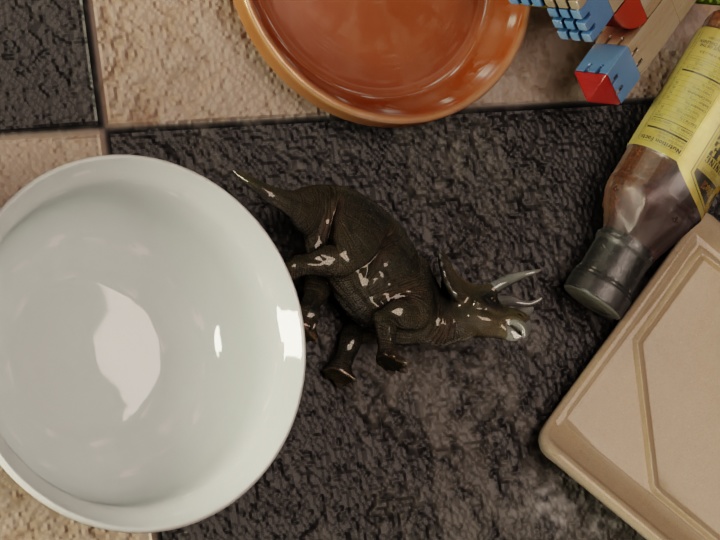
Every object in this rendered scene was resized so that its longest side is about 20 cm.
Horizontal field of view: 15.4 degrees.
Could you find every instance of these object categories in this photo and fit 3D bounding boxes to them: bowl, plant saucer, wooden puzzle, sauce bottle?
[{"bbox_3d":[-0.138,0.044,1.442,0.201,0.090,0.201,5,79,-27],"label":"bowl"},{"bbox_3d":[0.010,-0.182,1.589,0.200,0.032,0.200,5,78,-26],"label":"plant saucer"},{"bbox_3d":[0.225,0.092,1.636,0.185,0.037,0.200,40,67,-6],"label":"wooden puzzle"},{"bbox_3d":[0.192,-0.063,1.633,0.066,0.066,0.200,34,82,-18],"label":"sauce bottle"}]

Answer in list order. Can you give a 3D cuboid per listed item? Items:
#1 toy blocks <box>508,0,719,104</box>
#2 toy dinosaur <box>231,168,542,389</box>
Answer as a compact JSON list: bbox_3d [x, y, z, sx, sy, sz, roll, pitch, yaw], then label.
[{"bbox_3d":[0.140,-0.196,1.604,0.137,0.100,0.200,-52,133,-28],"label":"toy blocks"},{"bbox_3d":[0.000,0.000,1.541,0.200,0.077,0.102,37,55,-11],"label":"toy dinosaur"}]
